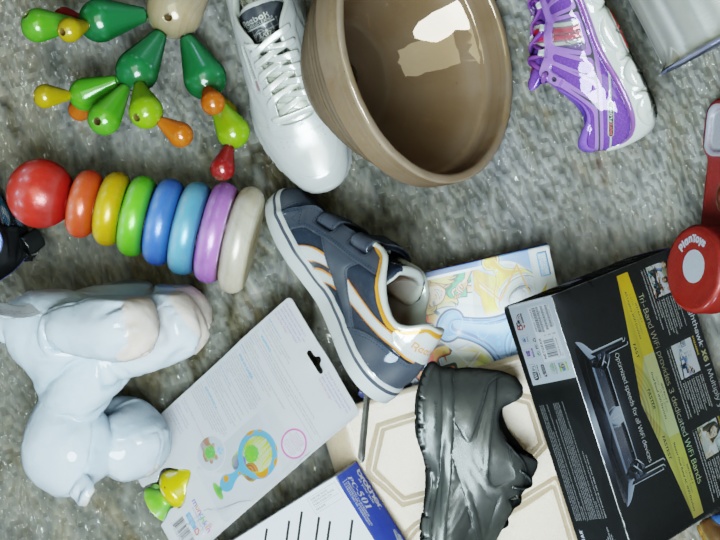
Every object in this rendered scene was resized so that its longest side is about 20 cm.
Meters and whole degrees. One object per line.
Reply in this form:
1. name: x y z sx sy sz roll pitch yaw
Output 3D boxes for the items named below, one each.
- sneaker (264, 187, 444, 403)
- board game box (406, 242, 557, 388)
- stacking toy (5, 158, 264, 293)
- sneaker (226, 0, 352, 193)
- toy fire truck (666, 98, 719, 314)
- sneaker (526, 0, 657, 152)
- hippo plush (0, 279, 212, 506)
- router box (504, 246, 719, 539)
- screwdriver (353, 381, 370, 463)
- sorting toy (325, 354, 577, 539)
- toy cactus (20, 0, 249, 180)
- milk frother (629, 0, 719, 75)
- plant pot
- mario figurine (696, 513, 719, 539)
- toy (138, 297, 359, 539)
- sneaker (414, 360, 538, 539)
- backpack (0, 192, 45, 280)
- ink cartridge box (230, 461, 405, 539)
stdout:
1. sneaker: 0.000 0.000 1.113 0.079 0.078 0.201 -43 59 20
2. board game box: 0.105 0.090 1.157 0.135 0.034 0.201 -13 91 6
3. stacking toy: -0.180 -0.046 1.146 0.199 0.085 0.086 14 93 0
4. sneaker: -0.063 -0.156 1.134 0.076 0.081 0.201 -21 84 3
5. toy fire truck: 0.315 -0.047 1.059 0.111 0.200 0.169 2 93 -25
6. sneaker: 0.155 -0.183 1.124 0.083 0.081 0.201 -26 90 11
7. hippo plush: -0.201 0.096 1.105 0.199 0.159 0.162 -4 97 -37
8. router box: 0.203 0.097 1.093 0.052 0.157 0.201 -17 90 49
9. screwdriver: 0.001 0.096 1.087 0.029 0.200 0.028 25 108 -1
10. sorting toy: 0.086 0.172 1.131 0.199 0.036 0.186 -17 91 11
11. toy cactus: -0.162 -0.171 1.156 0.199 0.102 0.166 27 75 6
12. milk frother: 0.261 -0.272 1.050 0.180 0.200 0.189 -29 90 1
13. plant pot: 0.021 -0.159 1.106 0.092 0.200 0.202 -10 92 43
14. mario figurine: 0.362 0.185 1.099 0.199 0.123 0.106 -33 76 9
15. toy: -0.091 0.130 1.163 0.200 0.047 0.115 -40 64 15
16. sneaker: 0.087 0.168 1.077 0.090 0.076 0.201 -1 96 4
17. backpack: -0.386 -0.050 1.141 0.183 0.147 0.200 -36 85 2
18. ink cartridge box: -0.060 0.240 1.141 0.200 0.044 0.094 -35 85 24
